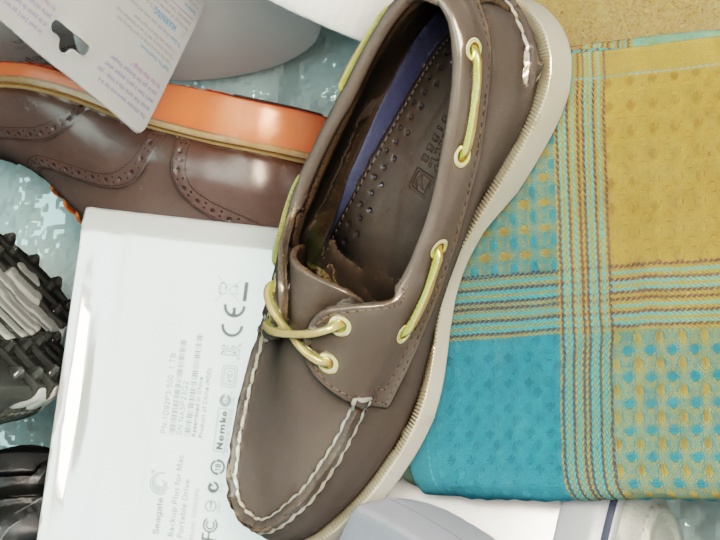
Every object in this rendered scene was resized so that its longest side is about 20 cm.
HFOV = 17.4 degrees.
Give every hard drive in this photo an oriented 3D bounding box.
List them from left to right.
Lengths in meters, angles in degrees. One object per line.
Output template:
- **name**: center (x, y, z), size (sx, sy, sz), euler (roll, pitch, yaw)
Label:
- **hard drive**: center (-0.008, 0.054, 0.823), size (0.198, 0.026, 0.133), euler (7, 83, 8)

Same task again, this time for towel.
- **towel**: center (0.092, -0.001, 0.737), size (0.199, 0.022, 0.148), euler (-4, 83, 41)

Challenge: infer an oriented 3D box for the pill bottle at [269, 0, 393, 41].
- **pill bottle**: center (0.024, -0.181, 0.789), size (0.109, 0.109, 0.201), euler (33, 104, 34)

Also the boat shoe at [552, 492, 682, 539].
- **boat shoe**: center (0.113, 0.159, 0.743), size (0.086, 0.074, 0.204), euler (-10, 77, 31)

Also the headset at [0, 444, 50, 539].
- **headset**: center (-0.118, 0.111, 0.891), size (0.199, 0.094, 0.124), euler (-37, 61, 3)

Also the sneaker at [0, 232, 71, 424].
- **sneaker**: center (-0.156, 0.040, 0.881), size (0.066, 0.200, 0.091), euler (44, 93, -8)

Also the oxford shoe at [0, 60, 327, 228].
- **oxford shoe**: center (-0.104, -0.040, 0.932), size (0.199, 0.071, 0.073), euler (10, 91, 34)

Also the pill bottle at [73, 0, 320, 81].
- **pill bottle**: center (-0.068, -0.184, 0.911), size (0.113, 0.113, 0.202), euler (-14, 72, 30)

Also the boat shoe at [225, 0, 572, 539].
- **boat shoe**: center (0.000, 0.000, 0.761), size (0.072, 0.059, 0.201), euler (35, 106, 34)

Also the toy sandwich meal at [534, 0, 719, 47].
- **toy sandwich meal**: center (0.134, -0.098, 0.787), size (0.204, 0.070, 0.207), euler (-7, 76, 32)

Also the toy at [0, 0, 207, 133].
- **toy**: center (-0.074, -0.163, 0.807), size (0.047, 0.115, 0.201), euler (21, 80, 32)

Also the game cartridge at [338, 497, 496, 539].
- **game cartridge**: center (0.046, 0.171, 0.734), size (0.200, 0.041, 0.134), euler (47, 120, 37)

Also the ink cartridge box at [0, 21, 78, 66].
- **ink cartridge box**: center (-0.198, -0.135, 0.932), size (0.145, 0.200, 0.085), euler (-10, 73, 31)
